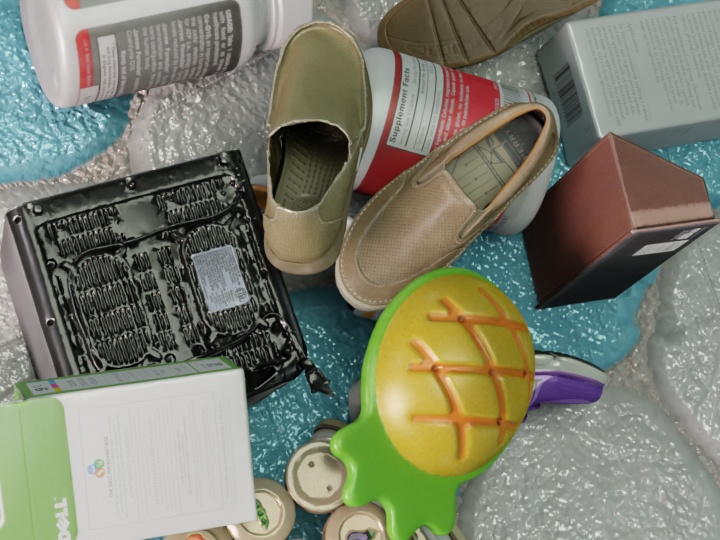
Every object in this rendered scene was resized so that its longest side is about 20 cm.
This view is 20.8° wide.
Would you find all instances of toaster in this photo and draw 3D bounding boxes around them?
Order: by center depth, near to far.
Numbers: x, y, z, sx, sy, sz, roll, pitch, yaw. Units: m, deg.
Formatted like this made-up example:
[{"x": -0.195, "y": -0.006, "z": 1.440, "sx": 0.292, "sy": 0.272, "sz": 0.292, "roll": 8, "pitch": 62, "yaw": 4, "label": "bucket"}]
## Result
[{"x": -0.144, "y": 0.032, "z": 1.398, "sx": 0.180, "sy": 0.119, "sz": 0.201, "roll": -17, "pitch": 81, "yaw": -19, "label": "toaster"}]

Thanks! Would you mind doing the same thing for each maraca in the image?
[{"x": 0.052, "y": 0.092, "z": 1.374, "sx": 0.137, "sy": 0.107, "sz": 0.201, "roll": 38, "pitch": 65, "yaw": -19, "label": "maraca"}]

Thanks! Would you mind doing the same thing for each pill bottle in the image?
[{"x": -0.144, "y": -0.196, "z": 1.462, "sx": 0.199, "sy": 0.114, "sz": 0.115, "roll": -14, "pitch": 80, "yaw": -20, "label": "pill bottle"}, {"x": 0.042, "y": -0.104, "z": 1.494, "sx": 0.199, "sy": 0.112, "sz": 0.113, "roll": 15, "pitch": 72, "yaw": -12, "label": "pill bottle"}]

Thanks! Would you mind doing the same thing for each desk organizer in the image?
[{"x": 0.188, "y": -0.038, "z": 1.474, "sx": 0.071, "sy": 0.200, "sz": 0.078, "roll": -8, "pitch": 76, "yaw": -18, "label": "desk organizer"}]

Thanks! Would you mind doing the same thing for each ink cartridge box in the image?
[{"x": -0.172, "y": 0.123, "z": 1.283, "sx": 0.199, "sy": 0.059, "sz": 0.105, "roll": -7, "pitch": 99, "yaw": -18, "label": "ink cartridge box"}]

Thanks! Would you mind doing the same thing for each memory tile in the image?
[{"x": -0.031, "y": 0.231, "z": 1.342, "sx": 0.153, "sy": 0.017, "sz": 0.201, "roll": -29, "pitch": 80, "yaw": -12, "label": "memory tile"}]

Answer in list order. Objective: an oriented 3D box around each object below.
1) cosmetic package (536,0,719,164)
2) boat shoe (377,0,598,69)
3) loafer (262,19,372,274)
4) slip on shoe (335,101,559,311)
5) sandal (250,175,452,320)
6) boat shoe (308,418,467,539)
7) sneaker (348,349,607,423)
[{"x": 0.255, "y": -0.157, "z": 1.594, "sx": 0.199, "sy": 0.071, "sz": 0.102, "roll": -10, "pitch": 78, "yaw": -19, "label": "cosmetic package"}, {"x": 0.109, "y": -0.206, "z": 1.570, "sx": 0.199, "sy": 0.065, "sz": 0.072, "roll": -18, "pitch": 90, "yaw": -2, "label": "boat shoe"}, {"x": -0.029, "y": -0.097, "z": 1.378, "sx": 0.075, "sy": 0.068, "sz": 0.201, "roll": 3, "pitch": 63, "yaw": -1, "label": "loafer"}, {"x": 0.063, "y": -0.049, "z": 1.406, "sx": 0.200, "sy": 0.061, "sz": 0.076, "roll": -37, "pitch": 85, "yaw": -8, "label": "slip on shoe"}, {"x": -0.002, "y": 0.002, "z": 1.470, "sx": 0.206, "sy": 0.079, "sz": 0.059, "roll": 28, "pitch": 75, "yaw": -1, "label": "sandal"}, {"x": 0.028, "y": 0.196, "z": 1.430, "sx": 0.200, "sy": 0.075, "sz": 0.068, "roll": 45, "pitch": 64, "yaw": -1, "label": "boat shoe"}, {"x": 0.090, "y": 0.105, "z": 1.485, "sx": 0.199, "sy": 0.081, "sz": 0.084, "roll": -9, "pitch": 91, "yaw": -9, "label": "sneaker"}]
